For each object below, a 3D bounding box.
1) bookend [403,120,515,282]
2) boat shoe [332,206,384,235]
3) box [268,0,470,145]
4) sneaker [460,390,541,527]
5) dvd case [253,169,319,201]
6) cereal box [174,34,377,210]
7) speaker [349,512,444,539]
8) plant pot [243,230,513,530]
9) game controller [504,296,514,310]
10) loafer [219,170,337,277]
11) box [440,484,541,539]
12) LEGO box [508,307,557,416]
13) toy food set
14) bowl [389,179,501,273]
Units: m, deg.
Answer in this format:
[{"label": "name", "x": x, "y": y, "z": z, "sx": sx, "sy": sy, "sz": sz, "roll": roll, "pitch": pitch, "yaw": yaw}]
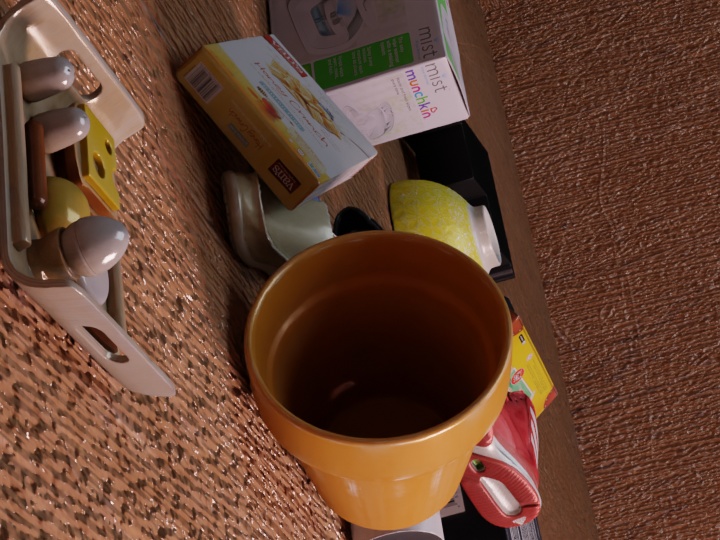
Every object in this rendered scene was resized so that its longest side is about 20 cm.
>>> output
[{"label": "bookend", "x": 0.135, "y": -0.093, "z": 2.399, "sx": 0.199, "sy": 0.092, "sz": 0.201, "roll": 39, "pitch": 38, "yaw": -69}, {"label": "boat shoe", "x": 0.002, "y": -0.001, "z": 1.652, "sx": 0.200, "sy": 0.074, "sz": 0.066, "roll": -89, "pitch": 157, "yaw": -58}, {"label": "box", "x": 0.007, "y": -0.226, "z": 1.724, "sx": 0.097, "sy": 0.176, "sz": 0.201, "roll": 62, "pitch": 17, "yaw": -48}, {"label": "sneaker", "x": 0.098, "y": 0.122, "z": 1.512, "sx": 0.200, "sy": 0.078, "sz": 0.116, "roll": 63, "pitch": 20, "yaw": -24}, {"label": "dvd case", "x": -0.073, "y": -0.096, "z": 1.552, "sx": 0.143, "sy": 0.017, "sz": 0.201, "roll": -84, "pitch": 157, "yaw": -61}, {"label": "cereal box", "x": -0.065, "y": -0.128, "z": 1.412, "sx": 0.144, "sy": 0.040, "sz": 0.200, "roll": 49, "pitch": 18, "yaw": 0}, {"label": "speaker", "x": 0.020, "y": 0.157, "z": 1.502, "sx": 0.081, "sy": 0.081, "sz": 0.201, "roll": 58, "pitch": 20, "yaw": -55}, {"label": "plant pot", "x": 0.017, "y": 0.103, "z": 1.330, "sx": 0.184, "sy": 0.199, "sz": 0.201, "roll": 85, "pitch": -2, "yaw": -50}, {"label": "game controller", "x": 0.269, "y": 0.127, "z": 2.921, "sx": 0.105, "sy": 0.042, "sz": 0.200, "roll": 65, "pitch": 2, "yaw": 41}, {"label": "loafer", "x": -0.059, "y": -0.035, "z": 1.403, "sx": 0.200, "sy": 0.068, "sz": 0.076, "roll": 48, "pitch": 28, "yaw": -66}, {"label": "box", "x": 0.098, "y": 0.241, "z": 1.649, "sx": 0.198, "sy": 0.123, "sz": 0.201, "roll": 52, "pitch": 24, "yaw": -58}, {"label": "LEGO box", "x": 0.115, "y": 0.124, "z": 1.803, "sx": 0.077, "sy": 0.149, "sz": 0.200, "roll": 38, "pitch": -11, "yaw": 32}, {"label": "toy food set", "x": -0.150, "y": -0.042, "z": 0.983, "sx": 0.144, "sy": 0.060, "sz": 0.201, "roll": 56, "pitch": 21, "yaw": -57}, {"label": "bowl", "x": 0.118, "y": -0.031, "z": 2.180, "sx": 0.200, "sy": 0.107, "sz": 0.201, "roll": -16, "pitch": 90, "yaw": -80}]
